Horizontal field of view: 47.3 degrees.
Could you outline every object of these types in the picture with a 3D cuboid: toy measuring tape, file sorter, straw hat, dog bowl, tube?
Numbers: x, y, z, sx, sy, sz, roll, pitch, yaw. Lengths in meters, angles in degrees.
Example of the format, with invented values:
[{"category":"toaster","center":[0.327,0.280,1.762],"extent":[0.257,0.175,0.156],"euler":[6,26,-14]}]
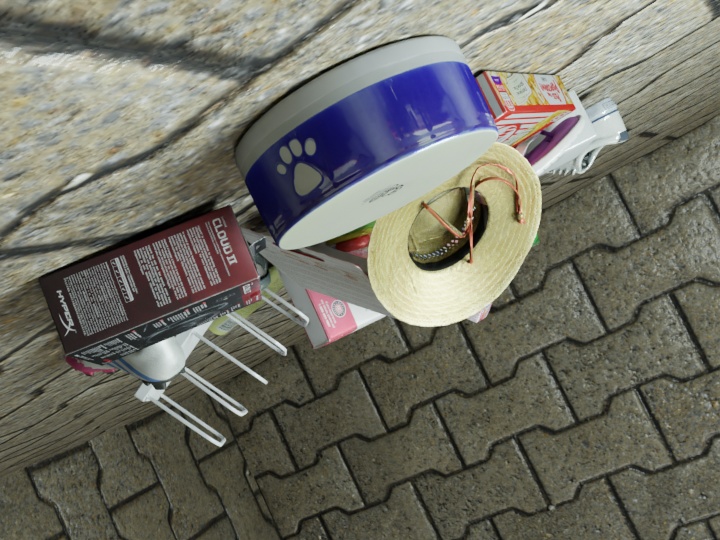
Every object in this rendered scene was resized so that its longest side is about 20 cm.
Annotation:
[{"category":"toy measuring tape","center":[0.019,-0.065,0.940],"extent":[0.198,0.074,0.073],"euler":[-15,178,19]},{"category":"file sorter","center":[-0.171,0.110,1.052],"extent":[0.201,0.124,0.139],"euler":[-55,180,-10]},{"category":"straw hat","center":[0.081,-0.050,0.839],"extent":[0.200,0.203,0.085],"euler":[-25,-145,-12]},{"category":"dog bowl","center":[0.006,-0.095,0.651],"extent":[0.199,0.079,0.200],"euler":[-26,175,-3]},{"category":"tube","center":[-0.160,0.031,1.248],"extent":[0.199,0.052,0.058],"euler":[-34,-148,33]}]

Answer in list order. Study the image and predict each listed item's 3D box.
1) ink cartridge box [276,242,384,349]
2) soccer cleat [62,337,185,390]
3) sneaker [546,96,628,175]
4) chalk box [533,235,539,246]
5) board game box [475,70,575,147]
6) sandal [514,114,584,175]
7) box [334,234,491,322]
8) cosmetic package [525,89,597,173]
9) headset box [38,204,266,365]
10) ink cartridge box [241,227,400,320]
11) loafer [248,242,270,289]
[{"category":"ink cartridge box","center":[0.000,0.000,1.151],"extent":[0.199,0.146,0.084],"euler":[-24,176,-23]},{"category":"soccer cleat","center":[-0.282,0.078,0.956],"extent":[0.198,0.087,0.070],"euler":[5,-148,35]},{"category":"sneaker","center":[0.288,-0.165,1.165],"extent":[0.073,0.071,0.200],"euler":[-22,173,-38]},{"category":"chalk box","center":[0.169,-0.067,1.323],"extent":[0.199,0.125,0.124],"euler":[-22,-170,-36]},{"category":"board game box","center":[0.122,-0.148,0.864],"extent":[0.151,0.047,0.199],"euler":[-30,173,34]},{"category":"sandal","center":[0.181,-0.127,0.971],"extent":[0.202,0.050,0.082],"euler":[-40,-169,-4]},{"category":"box","center":[0.077,-0.019,1.023],"extent":[0.096,0.198,0.103],"euler":[-69,166,7]},{"category":"cosmetic package","center":[0.194,-0.148,1.069],"extent":[0.198,0.072,0.101],"euler":[-26,173,-4]},{"category":"headset box","center":[-0.180,0.015,0.783],"extent":[0.198,0.078,0.149],"euler":[-24,174,-9]},{"category":"ink cartridge box","center":[-0.032,-0.011,0.896],"extent":[0.051,0.160,0.200],"euler":[-66,156,-14]},{"category":"loafer","center":[-0.192,0.012,0.904],"extent":[0.199,0.064,0.072],"euler":[-21,-147,-32]}]
